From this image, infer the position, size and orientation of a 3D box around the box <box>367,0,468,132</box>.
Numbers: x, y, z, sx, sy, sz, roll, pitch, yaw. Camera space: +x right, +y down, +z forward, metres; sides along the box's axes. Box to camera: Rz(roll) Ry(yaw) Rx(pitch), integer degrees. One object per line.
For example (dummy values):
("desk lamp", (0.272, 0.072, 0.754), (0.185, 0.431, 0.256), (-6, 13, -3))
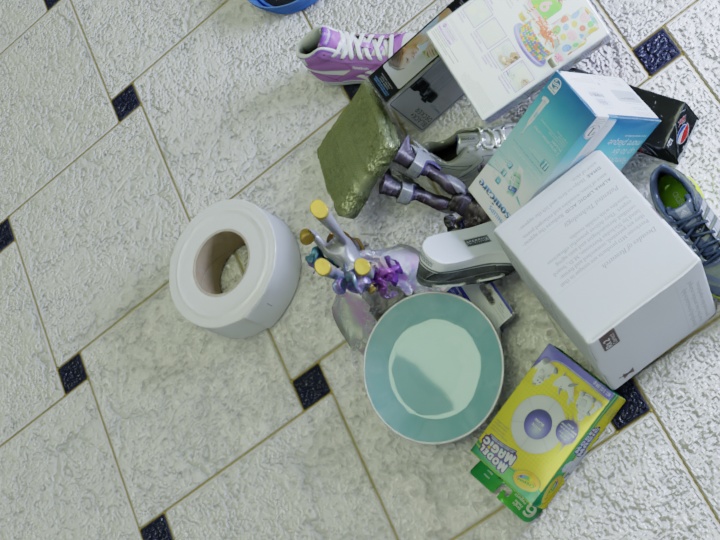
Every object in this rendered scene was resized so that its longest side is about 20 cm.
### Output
("box", (0.121, -0.296, 1.797), (0.200, 0.117, 0.060), (-39, 60, 13))

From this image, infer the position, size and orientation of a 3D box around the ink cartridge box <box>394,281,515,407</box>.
("ink cartridge box", (0.116, 0.089, 1.717), (0.200, 0.039, 0.100), (-41, 58, 16))

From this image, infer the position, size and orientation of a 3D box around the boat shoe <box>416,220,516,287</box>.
("boat shoe", (0.165, -0.015, 1.665), (0.072, 0.199, 0.068), (60, 150, 36))

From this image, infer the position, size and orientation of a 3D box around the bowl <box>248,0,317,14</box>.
("bowl", (-0.109, -0.506, 2.054), (0.200, 0.039, 0.202), (-11, 68, 29))

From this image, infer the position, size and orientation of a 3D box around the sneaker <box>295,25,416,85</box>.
("sneaker", (-0.003, -0.324, 1.884), (0.199, 0.114, 0.073), (-8, 69, 28))

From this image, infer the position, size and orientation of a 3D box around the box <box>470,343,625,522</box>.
("box", (0.226, 0.206, 1.605), (0.117, 0.048, 0.201), (38, 97, 35))

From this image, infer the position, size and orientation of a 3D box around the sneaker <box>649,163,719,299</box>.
("sneaker", (0.407, -0.048, 1.555), (0.074, 0.081, 0.201), (-39, 58, 15))

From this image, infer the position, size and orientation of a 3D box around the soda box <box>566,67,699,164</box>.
("soda box", (0.333, -0.205, 1.665), (0.199, 0.063, 0.071), (25, 88, 36))

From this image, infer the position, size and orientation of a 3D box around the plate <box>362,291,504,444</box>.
("plate", (0.098, 0.128, 1.678), (0.199, 0.026, 0.202), (-3, 83, 24))

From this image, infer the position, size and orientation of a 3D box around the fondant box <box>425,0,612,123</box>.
("fondant box", (0.208, -0.308, 1.675), (0.199, 0.058, 0.145), (-34, 82, 16))

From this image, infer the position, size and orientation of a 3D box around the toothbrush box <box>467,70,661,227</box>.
("toothbrush box", (0.252, -0.143, 1.589), (0.200, 0.146, 0.085), (-53, 58, 32))

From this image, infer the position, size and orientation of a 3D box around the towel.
("towel", (-0.004, -0.175, 1.834), (0.149, 0.036, 0.200), (-55, 29, 23))

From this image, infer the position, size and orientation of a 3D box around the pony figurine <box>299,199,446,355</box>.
("pony figurine", (0.000, 0.000, 1.749), (0.166, 0.200, 0.193), (-39, 73, 7))

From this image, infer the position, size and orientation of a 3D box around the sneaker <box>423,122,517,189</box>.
("sneaker", (0.177, -0.163, 1.733), (0.199, 0.087, 0.075), (-18, 59, 24))

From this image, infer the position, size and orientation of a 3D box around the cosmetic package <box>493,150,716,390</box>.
("cosmetic package", (0.297, 0.002, 1.543), (0.165, 0.165, 0.200), (-38, 58, 3))

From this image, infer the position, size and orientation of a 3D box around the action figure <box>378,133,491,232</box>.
("action figure", (0.128, -0.098, 1.715), (0.199, 0.069, 0.130), (30, 117, -2))

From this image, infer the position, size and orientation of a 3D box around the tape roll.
("tape roll", (-0.190, -0.002, 1.918), (0.201, 0.071, 0.204), (-11, 68, 28))
